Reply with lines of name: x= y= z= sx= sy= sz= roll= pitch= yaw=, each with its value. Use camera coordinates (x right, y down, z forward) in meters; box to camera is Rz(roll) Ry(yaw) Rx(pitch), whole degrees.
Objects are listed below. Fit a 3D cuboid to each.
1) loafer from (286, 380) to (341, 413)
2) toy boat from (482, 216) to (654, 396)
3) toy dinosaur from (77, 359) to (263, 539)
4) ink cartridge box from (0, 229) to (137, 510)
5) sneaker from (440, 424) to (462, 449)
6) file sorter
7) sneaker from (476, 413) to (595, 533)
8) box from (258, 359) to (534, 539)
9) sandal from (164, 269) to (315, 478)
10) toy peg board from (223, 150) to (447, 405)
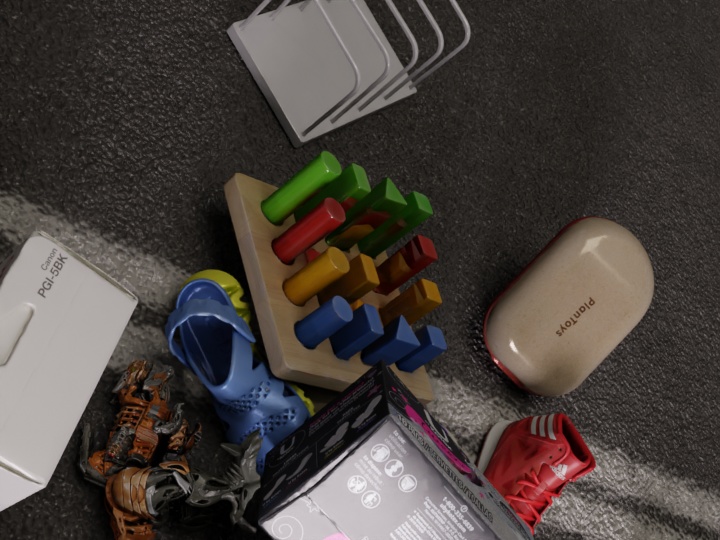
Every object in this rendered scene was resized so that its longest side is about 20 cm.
loafer: x=0.009 y=0.141 z=0.939 sx=0.199 sy=0.070 sz=0.075 roll=25 pitch=43 yaw=11
toy boat: x=0.217 y=0.032 z=1.178 sx=0.200 sy=0.131 sz=0.131 roll=-45 pitch=103 yaw=0
toy dinosaur: x=-0.151 y=0.169 z=0.842 sx=0.134 sy=0.102 sz=0.202 roll=5 pitch=80 yaw=-15
ink cartridge box: x=-0.246 y=0.084 z=0.712 sx=0.083 sy=0.200 sz=0.148 roll=36 pitch=50 yaw=-21
sneaker: x=0.029 y=0.212 z=0.966 sx=0.099 sy=0.069 sz=0.201 roll=31 pitch=52 yaw=-21
file sorter: x=-0.005 y=-0.241 z=1.123 sx=0.199 sy=0.124 sz=0.139 roll=-31 pitch=89 yaw=-43
sneaker: x=0.154 y=0.213 z=1.035 sx=0.078 sy=0.115 sz=0.201 roll=36 pitch=50 yaw=-20
box: x=0.035 y=0.193 z=0.833 sx=0.200 sy=0.132 sz=0.115 roll=49 pitch=8 yaw=-15
sandal: x=-0.103 y=0.093 z=0.896 sx=0.201 sy=0.079 sz=0.087 roll=56 pitch=10 yaw=6
toy peg board: x=0.000 y=0.000 z=0.973 sx=0.199 sy=0.098 sz=0.200 roll=18 pitch=44 yaw=-46
